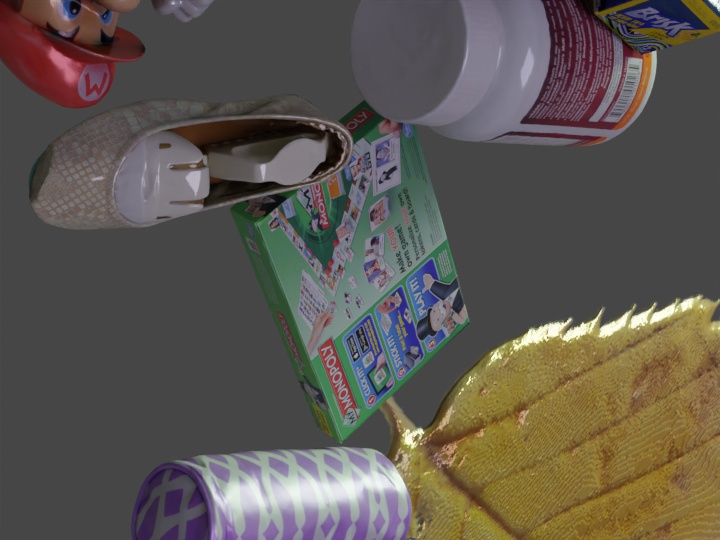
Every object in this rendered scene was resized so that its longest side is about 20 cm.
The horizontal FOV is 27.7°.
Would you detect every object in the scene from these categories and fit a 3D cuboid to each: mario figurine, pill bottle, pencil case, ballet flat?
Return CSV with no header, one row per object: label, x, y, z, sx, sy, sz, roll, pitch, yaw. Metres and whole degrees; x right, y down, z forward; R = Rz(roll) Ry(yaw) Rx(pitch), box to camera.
mario figurine,-0.118,-0.175,0.677,0.122,0.106,0.203,6,102,-11
pill bottle,0.091,-0.134,0.908,0.199,0.109,0.111,-3,114,-49
pencil case,-0.055,0.161,0.956,0.198,0.084,0.086,7,130,-46
ballet flat,-0.086,-0.062,0.809,0.198,0.062,0.068,-19,121,-38

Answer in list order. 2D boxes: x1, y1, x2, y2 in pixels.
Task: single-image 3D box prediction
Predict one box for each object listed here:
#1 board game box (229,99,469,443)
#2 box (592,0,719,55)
board game box,0.000,0.000,0.958,0.134,0.029,0.202,-40,135,-23
box,0.182,-0.243,0.910,0.070,0.064,0.203,24,61,-49
